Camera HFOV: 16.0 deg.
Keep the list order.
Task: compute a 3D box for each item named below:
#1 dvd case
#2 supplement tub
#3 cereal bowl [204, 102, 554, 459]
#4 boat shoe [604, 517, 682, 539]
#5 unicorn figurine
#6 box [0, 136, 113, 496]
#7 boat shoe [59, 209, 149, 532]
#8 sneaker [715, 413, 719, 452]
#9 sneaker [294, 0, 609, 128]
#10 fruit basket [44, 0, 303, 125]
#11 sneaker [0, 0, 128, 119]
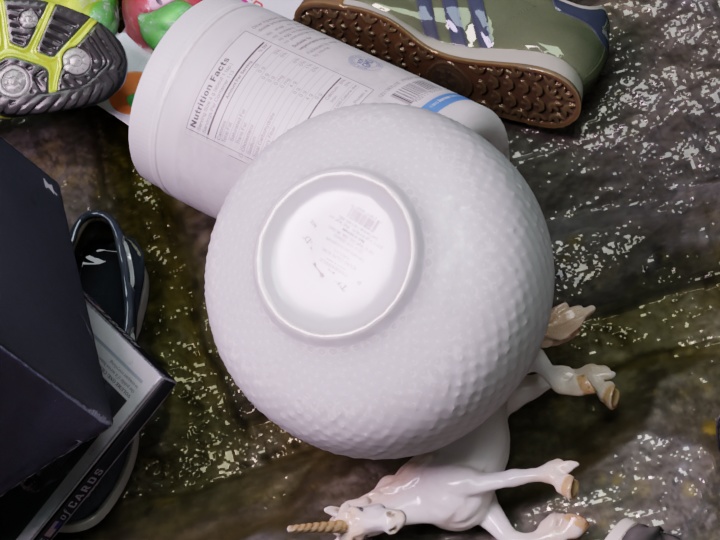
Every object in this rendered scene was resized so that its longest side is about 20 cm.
[{"bbox_3d":[-0.217,0.095,1.487,0.150,0.025,0.200,41,95,28],"label":"dvd case"},{"bbox_3d":[-0.024,-0.072,1.541,0.200,0.132,0.132,26,65,25],"label":"supplement tub"},{"bbox_3d":[0.000,0.000,1.399,0.200,0.083,0.200,-5,76,22],"label":"cereal bowl"},{"bbox_3d":[0.123,0.218,1.364,0.057,0.067,0.200,19,59,27],"label":"boat shoe"},{"bbox_3d":[0.064,0.105,1.454,0.137,0.074,0.200,4,43,24],"label":"unicorn figurine"},{"bbox_3d":[-0.262,0.038,1.414,0.198,0.123,0.200,-33,45,14],"label":"box"},{"bbox_3d":[-0.164,0.057,1.525,0.075,0.062,0.200,3,58,13],"label":"boat shoe"},{"bbox_3d":[0.234,0.113,1.418,0.091,0.076,0.200,8,52,27],"label":"sneaker"},{"bbox_3d":[0.066,-0.154,1.623,0.200,0.067,0.090,18,52,23],"label":"sneaker"},{"bbox_3d":[-0.143,-0.193,1.667,0.200,0.094,0.185,31,67,23],"label":"fruit basket"},{"bbox_3d":[-0.245,-0.127,1.612,0.200,0.076,0.075,-3,86,2],"label":"sneaker"}]
